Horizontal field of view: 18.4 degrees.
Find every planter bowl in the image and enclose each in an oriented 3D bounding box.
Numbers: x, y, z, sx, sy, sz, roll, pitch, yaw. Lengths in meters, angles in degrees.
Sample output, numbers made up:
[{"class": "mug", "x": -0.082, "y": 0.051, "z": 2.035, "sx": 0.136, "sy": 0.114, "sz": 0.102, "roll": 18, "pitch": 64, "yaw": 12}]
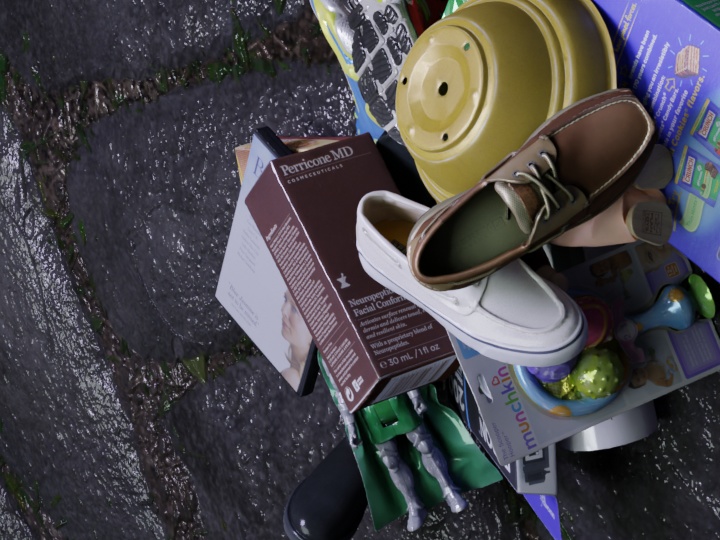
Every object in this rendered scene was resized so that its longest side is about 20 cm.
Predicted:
[{"class": "planter bowl", "x": 0.085, "y": -0.124, "z": 1.606, "sx": 0.200, "sy": 0.083, "sz": 0.202, "roll": -12, "pitch": 73, "yaw": 46}]

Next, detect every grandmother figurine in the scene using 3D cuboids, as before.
[{"class": "grandmother figurine", "x": 0.142, "y": -0.043, "z": 1.632, "sx": 0.199, "sy": 0.060, "sz": 0.122, "roll": -1, "pitch": 78, "yaw": 50}]

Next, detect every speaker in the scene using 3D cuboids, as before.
[{"class": "speaker", "x": 0.175, "y": 0.036, "z": 1.725, "sx": 0.081, "sy": 0.081, "sz": 0.201, "roll": -2, "pitch": 103, "yaw": 49}]

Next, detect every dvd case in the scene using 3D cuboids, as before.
[{"class": "dvd case", "x": -0.067, "y": -0.006, "z": 1.938, "sx": 0.143, "sy": 0.017, "sz": 0.201, "roll": 48, "pitch": 138, "yaw": 32}]

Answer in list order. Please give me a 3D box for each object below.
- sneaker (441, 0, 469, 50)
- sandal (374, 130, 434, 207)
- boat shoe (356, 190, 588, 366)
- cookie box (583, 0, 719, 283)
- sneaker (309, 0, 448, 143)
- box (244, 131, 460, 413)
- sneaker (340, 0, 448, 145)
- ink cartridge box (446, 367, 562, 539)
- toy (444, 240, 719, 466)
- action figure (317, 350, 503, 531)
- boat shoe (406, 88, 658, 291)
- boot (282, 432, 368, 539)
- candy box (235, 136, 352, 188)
[{"class": "sneaker", "x": 0.105, "y": -0.167, "z": 1.733, "sx": 0.083, "sy": 0.074, "sz": 0.202, "roll": 0, "pitch": 96, "yaw": 46}, {"class": "sandal", "x": 0.027, "y": -0.041, "z": 1.839, "sx": 0.075, "sy": 0.048, "sz": 0.201, "roll": 24, "pitch": 146, "yaw": 17}, {"class": "boat shoe", "x": 0.077, "y": 0.000, "z": 1.605, "sx": 0.199, "sy": 0.071, "sz": 0.070, "roll": 32, "pitch": 154, "yaw": 29}, {"class": "cookie box", "x": 0.240, "y": -0.118, "z": 1.592, "sx": 0.200, "sy": 0.075, "sz": 0.172, "roll": 42, "pitch": 132, "yaw": 30}, {"class": "sneaker", "x": 0.008, "y": -0.152, "z": 1.844, "sx": 0.200, "sy": 0.075, "sz": 0.105, "roll": 55, "pitch": 138, "yaw": 17}, {"class": "box", "x": 0.000, "y": 0.000, "z": 1.758, "sx": 0.201, "sy": 0.100, "sz": 0.075, "roll": 62, "pitch": 149, "yaw": 17}, {"class": "sneaker", "x": 0.041, "y": -0.195, "z": 1.772, "sx": 0.077, "sy": 0.084, "sz": 0.201, "roll": -34, "pitch": 63, "yaw": 48}, {"class": "ink cartridge box", "x": 0.111, "y": 0.095, "z": 1.774, "sx": 0.198, "sy": 0.043, "sz": 0.201, "roll": -126, "pitch": 28, "yaw": -67}, {"class": "toy", "x": 0.175, "y": 0.052, "z": 1.637, "sx": 0.116, "sy": 0.199, "sz": 0.047, "roll": 68, "pitch": 161, "yaw": 1}, {"class": "action figure", "x": 0.022, "y": 0.114, "z": 1.816, "sx": 0.118, "sy": 0.055, "sz": 0.201, "roll": -25, "pitch": 105, "yaw": 8}, {"class": "boat shoe", "x": 0.117, "y": -0.047, "z": 1.521, "sx": 0.200, "sy": 0.074, "sz": 0.076, "roll": -38, "pitch": 92, "yaw": 12}, {"class": "boot", "x": 0.010, "y": 0.127, "z": 1.890, "sx": 0.065, "sy": 0.165, "sz": 0.201, "roll": 31, "pitch": 129, "yaw": 9}, {"class": "candy box", "x": -0.042, "y": -0.016, "z": 1.968, "sx": 0.115, "sy": 0.055, "sz": 0.201, "roll": 5, "pitch": 109, "yaw": 49}]
